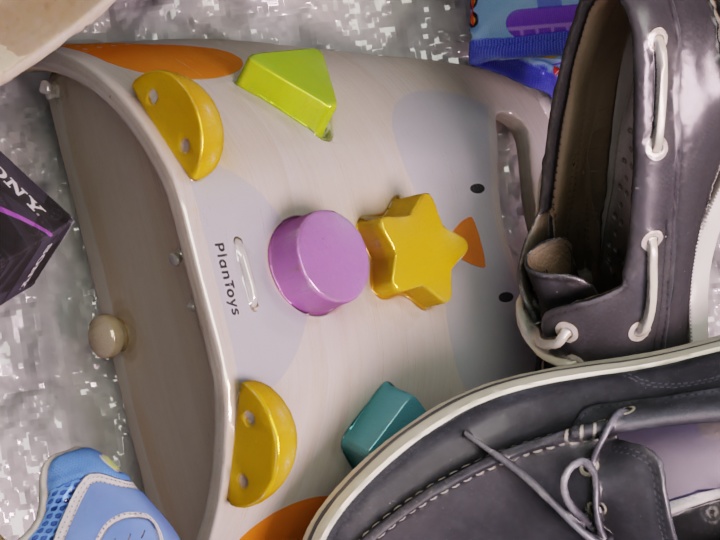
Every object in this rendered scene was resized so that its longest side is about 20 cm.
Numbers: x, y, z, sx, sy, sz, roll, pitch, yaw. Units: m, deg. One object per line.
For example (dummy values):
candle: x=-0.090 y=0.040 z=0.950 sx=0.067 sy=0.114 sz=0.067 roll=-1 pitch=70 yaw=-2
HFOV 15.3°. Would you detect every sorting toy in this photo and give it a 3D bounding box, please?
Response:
sorting toy: x=0.000 y=0.000 z=0.893 sx=0.180 sy=0.107 sz=0.201 roll=-10 pitch=82 yaw=-36

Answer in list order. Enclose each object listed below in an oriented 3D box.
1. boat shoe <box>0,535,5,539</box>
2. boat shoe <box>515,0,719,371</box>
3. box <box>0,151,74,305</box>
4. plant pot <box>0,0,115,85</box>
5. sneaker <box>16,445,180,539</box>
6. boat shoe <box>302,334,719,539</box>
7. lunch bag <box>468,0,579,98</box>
boat shoe: x=-0.172 y=0.064 z=0.788 sx=0.200 sy=0.059 sz=0.072 roll=43 pitch=60 yaw=-23
boat shoe: x=0.079 y=-0.002 z=0.849 sx=0.060 sy=0.074 sz=0.201 roll=-3 pitch=121 yaw=-32
box: x=-0.188 y=-0.024 z=0.791 sx=0.143 sy=0.036 sz=0.200 roll=42 pitch=28 yaw=5
plant pot: x=-0.159 y=-0.155 z=0.741 sx=0.200 sy=0.201 sz=0.184 roll=-30 pitch=77 yaw=-18
sneaker: x=-0.133 y=0.123 z=0.755 sx=0.200 sy=0.076 sz=0.077 roll=-29 pitch=85 yaw=-2
boat shoe: x=0.078 y=0.069 z=0.815 sx=0.199 sy=0.062 sz=0.075 roll=-17 pitch=122 yaw=0
lunch bag: x=0.142 y=-0.143 z=0.888 sx=0.094 sy=0.199 sz=0.151 roll=18 pitch=70 yaw=-57
